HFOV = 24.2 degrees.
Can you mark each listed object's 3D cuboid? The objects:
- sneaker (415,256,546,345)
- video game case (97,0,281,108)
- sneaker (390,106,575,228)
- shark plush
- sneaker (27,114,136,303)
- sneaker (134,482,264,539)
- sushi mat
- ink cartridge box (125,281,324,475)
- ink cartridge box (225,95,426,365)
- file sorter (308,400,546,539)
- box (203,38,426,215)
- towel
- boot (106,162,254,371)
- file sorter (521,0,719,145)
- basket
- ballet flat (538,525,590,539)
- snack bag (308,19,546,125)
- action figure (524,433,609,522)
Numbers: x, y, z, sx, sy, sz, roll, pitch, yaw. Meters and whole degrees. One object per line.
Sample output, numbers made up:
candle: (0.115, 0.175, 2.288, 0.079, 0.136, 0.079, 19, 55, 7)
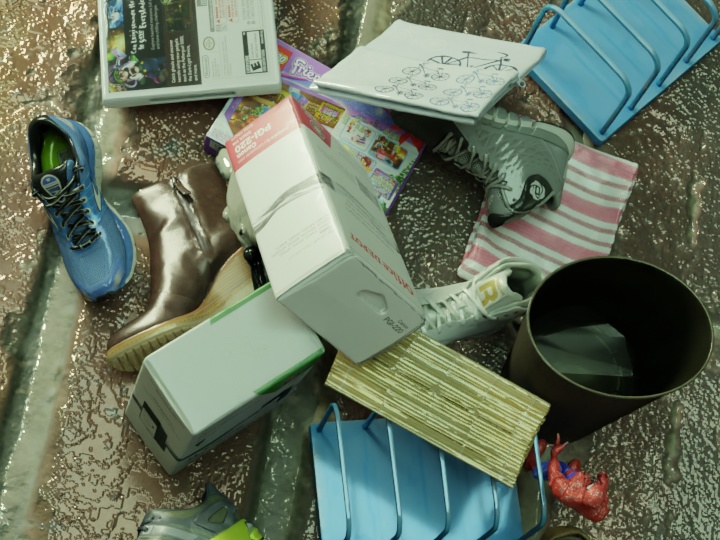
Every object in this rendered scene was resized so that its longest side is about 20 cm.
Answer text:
sneaker: (0.091, 0.031, 1.613, 0.199, 0.115, 0.074, -14, 76, -39)
video game case: (-0.179, -0.264, 1.734, 0.181, 0.023, 0.201, -5, 66, -3)
sneaker: (0.122, -0.105, 1.697, 0.199, 0.075, 0.116, 12, 73, -14)
shark plush: (-0.081, -0.063, 1.623, 0.083, 0.091, 0.201, 24, 44, -32)
sneaker: (-0.280, -0.061, 1.617, 0.078, 0.089, 0.201, -27, 71, 13)
sneaker: (-0.191, 0.267, 1.541, 0.199, 0.074, 0.081, -26, 70, -26)
sushi mat: (0.071, 0.113, 1.542, 0.199, 0.012, 0.096, 29, 64, 5)
ink cartridge box: (-0.128, 0.101, 1.538, 0.146, 0.200, 0.083, -32, 83, -19)
ink cartridge box: (-0.032, -0.035, 1.516, 0.085, 0.146, 0.201, -34, 49, 13)
file sorter: (0.064, 0.194, 1.583, 0.199, 0.123, 0.140, -2, 71, -12)
box: (-0.042, -0.136, 1.727, 0.199, 0.039, 0.137, 30, 68, 1)
towel: (0.197, -0.052, 1.748, 0.146, 0.030, 0.201, 23, 68, -1)
boot: (-0.187, -0.004, 1.649, 0.199, 0.072, 0.167, -27, 65, -17)
file sorter: (0.288, -0.263, 1.786, 0.200, 0.123, 0.139, -40, 80, -21)
basket: (0.213, 0.086, 1.607, 0.179, 0.200, 0.137, 4, 68, -13)
ballet flat: (0.158, 0.319, 1.581, 0.068, 0.072, 0.200, 39, 68, 5)
snack bag: (0.076, -0.206, 1.696, 0.188, 0.022, 0.200, 14, 33, 26)
action figure: (0.197, 0.193, 1.564, 0.065, 0.200, 0.052, 35, 92, -6)
